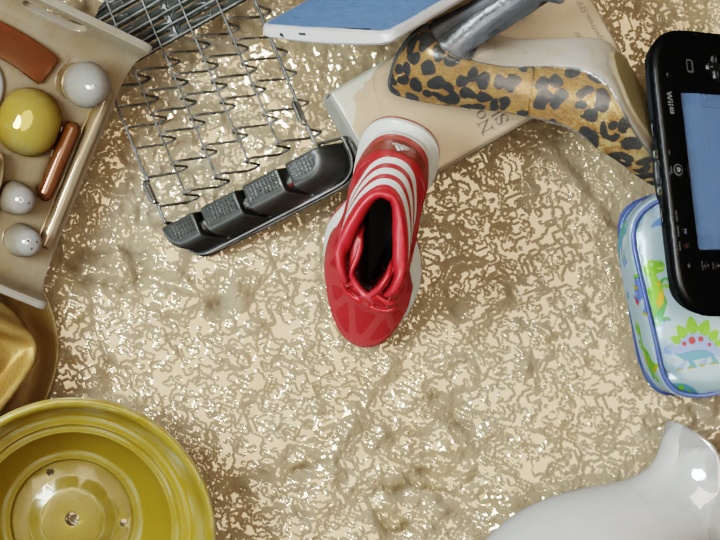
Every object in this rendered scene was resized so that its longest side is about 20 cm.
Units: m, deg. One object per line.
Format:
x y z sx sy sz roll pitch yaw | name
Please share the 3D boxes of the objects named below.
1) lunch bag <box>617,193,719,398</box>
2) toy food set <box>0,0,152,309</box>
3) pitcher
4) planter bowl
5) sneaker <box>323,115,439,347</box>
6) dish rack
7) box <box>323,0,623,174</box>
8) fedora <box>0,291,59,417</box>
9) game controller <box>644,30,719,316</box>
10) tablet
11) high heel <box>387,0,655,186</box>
0.293 0.001 1.564 0.199 0.082 0.161 -13 90 -4 | lunch bag
-0.242 -0.091 1.471 0.143 0.060 0.201 23 87 -28 | toy food set
0.184 0.229 1.542 0.200 0.121 0.172 -31 106 -15 | pitcher
-0.205 0.183 1.520 0.199 0.083 0.201 -1 96 -9 | planter bowl
0.000 0.000 1.485 0.078 0.116 0.201 13 132 8 | sneaker
-0.106 -0.125 1.535 0.153 0.055 0.201 -26 83 21 | dish rack
0.081 -0.136 1.557 0.200 0.078 0.095 -31 92 -4 | box
-0.292 0.066 1.489 0.200 0.082 0.202 -4 98 -32 | fedora
0.245 -0.067 1.493 0.104 0.042 0.201 2 79 -45 | game controller
0.040 -0.201 1.498 0.200 0.130 0.014 -33 119 -36 | tablet
0.120 -0.111 1.506 0.142 0.072 0.200 -28 117 24 | high heel
